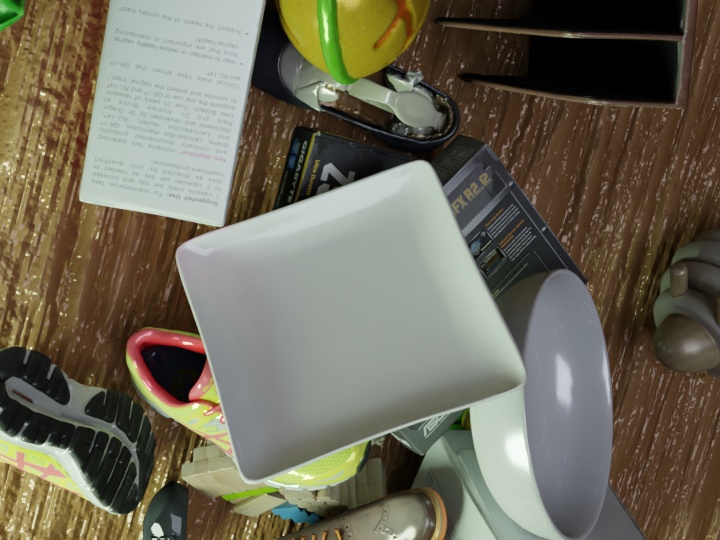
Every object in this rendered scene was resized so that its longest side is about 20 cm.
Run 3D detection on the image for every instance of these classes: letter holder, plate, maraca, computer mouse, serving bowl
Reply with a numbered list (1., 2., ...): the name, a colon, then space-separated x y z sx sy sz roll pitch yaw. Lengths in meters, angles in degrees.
1. letter holder: 0.127 -0.180 0.892 0.142 0.200 0.101 -3 104 -24
2. plate: -0.011 0.034 0.840 0.199 0.200 0.032 -20 149 -3
3. maraca: 0.001 -0.210 0.845 0.107 0.200 0.137 8 124 11
4. computer mouse: -0.157 0.258 0.958 0.034 0.059 0.200 3 106 -8
5. serving bowl: 0.128 0.100 0.899 0.200 0.066 0.200 16 72 -60

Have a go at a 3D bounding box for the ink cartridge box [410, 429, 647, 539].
1. ink cartridge box: 0.115 0.252 0.996 0.145 0.145 0.200 6 119 -25

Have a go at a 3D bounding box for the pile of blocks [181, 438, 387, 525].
1. pile of blocks: -0.056 0.162 0.982 0.200 0.082 0.062 26 48 -37

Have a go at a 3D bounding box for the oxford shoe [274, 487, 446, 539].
1. oxford shoe: -0.021 0.226 0.943 0.200 0.071 0.073 -36 148 26

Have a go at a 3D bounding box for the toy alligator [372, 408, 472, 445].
1. toy alligator: 0.085 0.135 1.030 0.200 0.059 0.054 -17 109 -19

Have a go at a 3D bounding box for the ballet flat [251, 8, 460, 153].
1. ballet flat: -0.006 -0.143 0.915 0.200 0.073 0.073 22 93 -27

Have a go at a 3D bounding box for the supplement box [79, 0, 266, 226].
1. supplement box: -0.124 -0.141 0.830 0.103 0.101 0.200 9 99 -9

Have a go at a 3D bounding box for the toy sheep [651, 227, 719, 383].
1. toy sheep: 0.334 0.019 1.078 0.200 0.138 0.138 -37 115 -17

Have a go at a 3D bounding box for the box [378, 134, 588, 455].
1. box: 0.062 0.020 0.944 0.200 0.048 0.158 -46 117 -9

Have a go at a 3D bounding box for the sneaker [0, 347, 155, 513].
1. sneaker: -0.227 0.113 0.873 0.200 0.090 0.078 51 46 -44

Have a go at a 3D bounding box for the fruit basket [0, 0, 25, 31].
1. fruit basket: -0.261 -0.125 0.725 0.155 0.216 0.216 -33 114 -14

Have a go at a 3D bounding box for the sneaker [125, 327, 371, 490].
1. sneaker: -0.088 0.097 0.866 0.200 0.090 0.078 20 71 14

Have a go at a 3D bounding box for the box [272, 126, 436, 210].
1. box: 0.000 0.000 0.965 0.160 0.049 0.200 13 97 -25
